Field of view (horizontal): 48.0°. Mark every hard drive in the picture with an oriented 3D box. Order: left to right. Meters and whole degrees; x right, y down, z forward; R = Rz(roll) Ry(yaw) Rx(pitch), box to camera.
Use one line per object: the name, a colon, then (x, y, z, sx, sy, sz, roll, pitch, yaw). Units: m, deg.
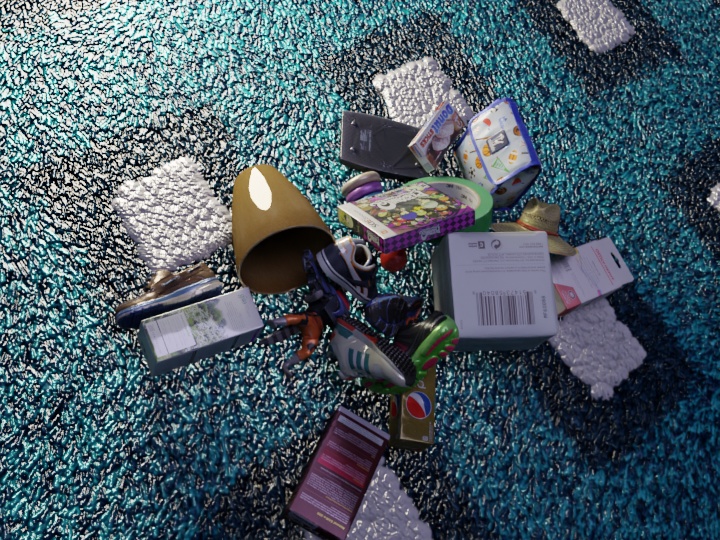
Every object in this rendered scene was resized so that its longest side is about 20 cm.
hard drive: (0.048, -0.258, 1.711, 0.197, 0.042, 0.137, 10, 62, -17)

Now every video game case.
video game case: (0.083, -0.102, 1.505, 0.198, 0.036, 0.181, -18, 31, -23)

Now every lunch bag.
lunch bag: (0.291, -0.240, 1.703, 0.122, 0.200, 0.172, -10, 69, -24)

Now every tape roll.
tape roll: (0.166, -0.124, 1.626, 0.197, 0.049, 0.201, 0, 34, 0)

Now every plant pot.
plant pot: (-0.164, -0.091, 1.488, 0.184, 0.187, 0.201, -10, 54, -24)

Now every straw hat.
straw hat: (0.369, -0.104, 1.669, 0.198, 0.086, 0.201, 16, 16, -5)

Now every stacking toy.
stacking toy: (0.036, -0.091, 1.613, 0.085, 0.085, 0.202, -19, 80, -27)

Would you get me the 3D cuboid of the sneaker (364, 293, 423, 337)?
sneaker: (0.048, 0.077, 1.491, 0.077, 0.200, 0.076, 13, 91, 24)

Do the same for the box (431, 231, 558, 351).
box: (0.246, 0.043, 1.528, 0.196, 0.171, 0.203, -1, 75, -6)

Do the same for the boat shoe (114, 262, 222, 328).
boat shoe: (-0.342, 0.040, 1.409, 0.198, 0.072, 0.073, -19, 68, -38)

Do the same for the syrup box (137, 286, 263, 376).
syrup box: (-0.273, 0.104, 1.391, 0.198, 0.082, 0.079, -18, 73, -27)

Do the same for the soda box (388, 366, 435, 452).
soda box: (0.096, 0.222, 1.483, 0.067, 0.064, 0.203, 12, 61, -15)

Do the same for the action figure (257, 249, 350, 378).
action figure: (-0.097, 0.066, 1.463, 0.193, 0.104, 0.202, -37, 113, -37)

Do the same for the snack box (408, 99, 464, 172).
snack box: (0.167, -0.293, 1.749, 0.072, 0.024, 0.201, 50, 44, -16)

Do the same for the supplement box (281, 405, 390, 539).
supplement box: (-0.039, 0.347, 1.373, 0.108, 0.061, 0.201, 31, 58, -3)

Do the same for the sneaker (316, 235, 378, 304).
sneaker: (0.000, 0.000, 1.482, 0.079, 0.200, 0.079, -35, 61, 11)

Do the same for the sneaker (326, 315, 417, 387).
sneaker: (0.014, 0.161, 1.384, 0.070, 0.094, 0.199, 14, 17, -49)

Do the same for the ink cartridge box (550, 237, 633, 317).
ink cartridge box: (0.472, 0.013, 1.725, 0.198, 0.068, 0.118, -18, 73, -25)

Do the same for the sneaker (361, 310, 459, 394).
sneaker: (0.086, 0.147, 1.433, 0.077, 0.199, 0.084, 47, 11, -36)
